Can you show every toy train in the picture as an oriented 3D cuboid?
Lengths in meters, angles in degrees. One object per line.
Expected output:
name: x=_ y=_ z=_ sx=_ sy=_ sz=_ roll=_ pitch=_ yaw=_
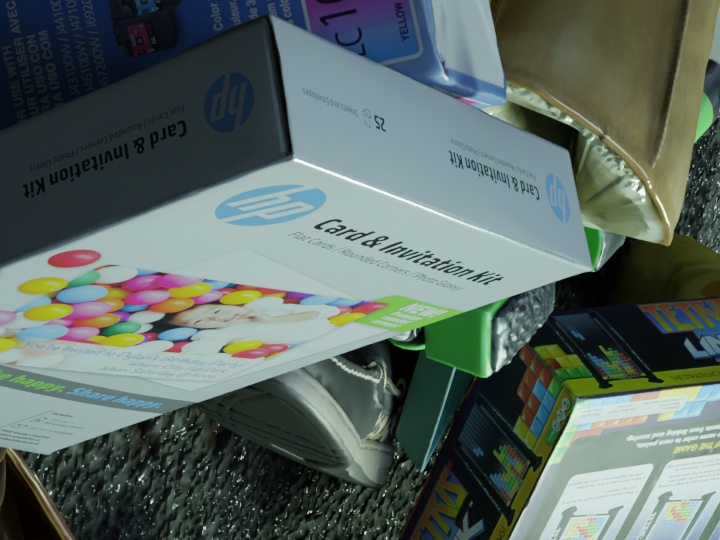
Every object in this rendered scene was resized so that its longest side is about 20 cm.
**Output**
toy train: x=0.074 y=-0.030 z=0.870 sx=0.200 sy=0.056 sz=0.042 roll=-45 pitch=143 yaw=-41

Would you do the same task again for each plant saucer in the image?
plant saucer: x=0.059 y=-0.006 z=0.994 sx=0.200 sy=0.019 sz=0.070 roll=-57 pitch=167 yaw=-47

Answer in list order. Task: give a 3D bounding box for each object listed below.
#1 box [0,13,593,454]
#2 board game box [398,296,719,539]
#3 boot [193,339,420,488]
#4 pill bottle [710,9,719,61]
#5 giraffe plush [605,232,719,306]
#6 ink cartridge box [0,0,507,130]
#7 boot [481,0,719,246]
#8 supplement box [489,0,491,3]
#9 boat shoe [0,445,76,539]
box: x=-0.060 y=-0.001 z=0.663 sx=0.156 sy=0.199 sz=0.041 roll=18 pitch=56 yaw=-57
board game box: x=0.117 y=0.092 z=1.033 sx=0.199 sy=0.057 sz=0.166 roll=-3 pitch=130 yaw=-39
boot: x=0.000 y=0.000 z=0.936 sx=0.151 sy=0.073 sz=0.200 roll=-66 pitch=163 yaw=-7
pill bottle: x=0.202 y=-0.171 z=1.181 sx=0.200 sy=0.104 sz=0.105 roll=-45 pitch=140 yaw=-40
giraffe plush: x=0.141 y=0.072 z=1.171 sx=0.162 sy=0.173 sz=0.200 roll=-26 pitch=171 yaw=-22
ink cartridge box: x=-0.067 y=-0.065 z=0.702 sx=0.136 sy=0.199 sz=0.077 roll=-5 pitch=85 yaw=-79
boot: x=0.117 y=-0.092 z=0.867 sx=0.175 sy=0.066 sz=0.201 roll=35 pitch=53 yaw=-26
supplement box: x=-0.016 y=-0.121 z=0.834 sx=0.109 sy=0.109 sz=0.201 roll=-37 pitch=135 yaw=-46
boat shoe: x=-0.140 y=0.060 z=0.761 sx=0.072 sy=0.067 sz=0.200 roll=-61 pitch=148 yaw=-20
